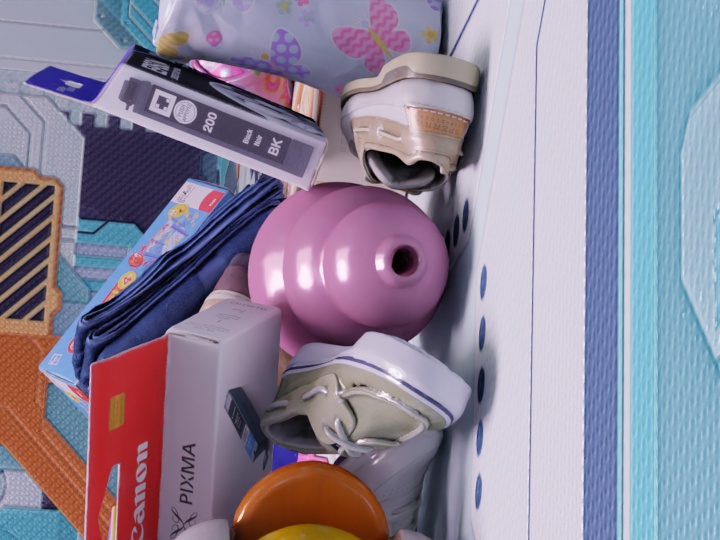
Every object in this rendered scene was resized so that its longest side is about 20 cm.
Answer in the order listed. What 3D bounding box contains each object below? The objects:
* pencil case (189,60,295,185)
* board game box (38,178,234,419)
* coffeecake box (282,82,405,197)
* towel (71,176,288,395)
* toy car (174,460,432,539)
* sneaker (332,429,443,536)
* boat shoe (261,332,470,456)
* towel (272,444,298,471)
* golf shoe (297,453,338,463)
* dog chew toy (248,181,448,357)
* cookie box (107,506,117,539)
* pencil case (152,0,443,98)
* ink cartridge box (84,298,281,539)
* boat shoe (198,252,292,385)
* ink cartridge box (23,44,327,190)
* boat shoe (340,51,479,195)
[{"bbox_3d":[-0.068,-0.141,1.883,0.200,0.087,0.088,51,-146,-54],"label":"pencil case"},{"bbox_3d":[-0.127,0.066,1.810,0.056,0.196,0.200,17,63,48],"label":"board game box"},{"bbox_3d":[-0.013,-0.073,1.741,0.200,0.072,0.155,-120,36,-76],"label":"coffeecake box"},{"bbox_3d":[-0.134,0.013,1.693,0.200,0.049,0.112,-43,-9,-23],"label":"towel"},{"bbox_3d":[-0.037,0.200,1.362,0.151,0.173,0.201,-94,11,-50],"label":"toy car"},{"bbox_3d":[0.015,0.169,1.453,0.100,0.075,0.201,47,133,18],"label":"sneaker"},{"bbox_3d":[0.002,0.083,1.351,0.062,0.072,0.200,-58,17,-16],"label":"boat shoe"},{"bbox_3d":[-0.069,0.155,1.702,0.049,0.199,0.149,-31,-41,-44],"label":"towel"},{"bbox_3d":[-0.006,0.113,1.571,0.092,0.072,0.201,107,166,-54],"label":"golf shoe"},{"bbox_3d":[0.000,0.000,1.454,0.200,0.123,0.126,166,109,-73],"label":"dog chew toy"},{"bbox_3d":[-0.081,0.257,1.561,0.075,0.198,0.172,104,168,-50],"label":"cookie box"},{"bbox_3d":[-0.043,-0.167,1.548,0.083,0.198,0.091,-125,49,-77],"label":"pencil case"},{"bbox_3d":[-0.108,0.135,1.396,0.176,0.044,0.202,-28,-56,-64],"label":"ink cartridge box"},{"bbox_3d":[-0.045,0.060,1.686,0.200,0.072,0.065,46,-121,-40],"label":"boat shoe"},{"bbox_3d":[-0.123,-0.115,1.543,0.198,0.199,0.044,-115,46,-81],"label":"ink cartridge box"},{"bbox_3d":[0.025,-0.086,1.456,0.200,0.074,0.069,139,141,-78],"label":"boat shoe"}]
